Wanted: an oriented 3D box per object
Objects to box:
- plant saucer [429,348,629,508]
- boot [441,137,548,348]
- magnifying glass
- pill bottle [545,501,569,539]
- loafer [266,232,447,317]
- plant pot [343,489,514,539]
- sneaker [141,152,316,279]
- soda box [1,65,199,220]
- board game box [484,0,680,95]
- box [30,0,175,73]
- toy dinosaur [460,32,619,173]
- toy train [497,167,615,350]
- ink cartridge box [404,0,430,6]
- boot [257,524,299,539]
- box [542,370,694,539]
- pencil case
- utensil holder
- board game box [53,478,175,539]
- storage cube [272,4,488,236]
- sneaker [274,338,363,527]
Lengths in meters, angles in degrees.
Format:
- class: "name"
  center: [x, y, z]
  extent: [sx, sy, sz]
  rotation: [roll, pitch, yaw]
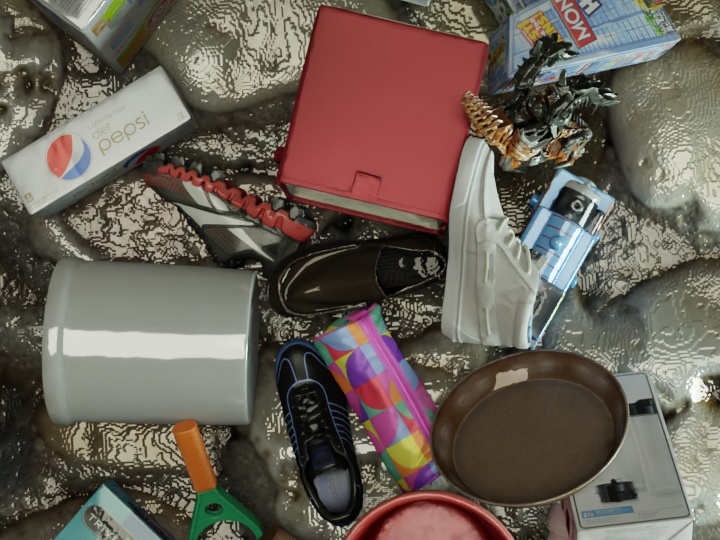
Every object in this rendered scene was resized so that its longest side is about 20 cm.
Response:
- class: "plant saucer"
  center: [0.168, 0.160, 1.314]
  extent: [0.199, 0.201, 0.035]
  rotation: [-22, 128, 1]
- class: "boot"
  center: [0.135, -0.024, 1.280]
  extent: [0.095, 0.074, 0.202]
  rotation: [8, 107, 16]
- class: "magnifying glass"
  center: [-0.152, 0.235, 1.365]
  extent: [0.079, 0.022, 0.201]
  rotation: [-14, 124, 2]
- class: "pill bottle"
  center: [0.209, 0.343, 1.356]
  extent: [0.111, 0.112, 0.202]
  rotation: [17, 88, 3]
- class: "loafer"
  center: [0.000, 0.000, 1.369]
  extent: [0.198, 0.071, 0.074]
  rotation: [-16, 97, -11]
- class: "plant pot"
  center: [0.070, 0.305, 1.326]
  extent: [0.198, 0.177, 0.202]
  rotation: [0, 90, 4]
- class: "sneaker"
  center: [-0.150, -0.054, 1.407]
  extent: [0.199, 0.071, 0.099]
  rotation: [25, 95, 7]
- class: "soda box"
  center: [-0.275, -0.134, 1.421]
  extent: [0.199, 0.064, 0.068]
  rotation: [-31, 86, -1]
- class: "board game box"
  center: [0.197, -0.276, 1.385]
  extent: [0.199, 0.062, 0.201]
  rotation: [-29, 87, -19]
- class: "box"
  center: [-0.269, -0.292, 1.360]
  extent: [0.101, 0.200, 0.113]
  rotation: [37, 87, 3]
- class: "toy dinosaur"
  center: [0.172, -0.146, 1.298]
  extent: [0.102, 0.200, 0.136]
  rotation: [44, 117, 13]
- class: "toy train"
  center: [0.189, -0.010, 1.373]
  extent: [0.086, 0.114, 0.201]
  rotation: [31, 89, 3]
- class: "ink cartridge box"
  center: [0.045, -0.398, 1.422]
  extent: [0.115, 0.067, 0.202]
  rotation: [15, 88, 3]
- class: "boot"
  center: [-0.092, 0.379, 1.387]
  extent: [0.155, 0.074, 0.200]
  rotation: [43, 105, -11]
- class: "box"
  center: [0.251, 0.194, 1.326]
  extent: [0.115, 0.201, 0.060]
  rotation: [-6, 130, 2]
- class: "pencil case"
  center: [0.033, 0.133, 1.387]
  extent: [0.088, 0.088, 0.201]
  rotation: [-33, 87, 0]
- class: "utensil holder"
  center: [-0.207, 0.075, 1.359]
  extent: [0.198, 0.170, 0.172]
  rotation: [2, 87, -1]
- class: "board game box"
  center: [-0.278, 0.347, 1.404]
  extent: [0.151, 0.047, 0.200]
  rotation: [41, 89, 3]
- class: "storage cube"
  center: [0.022, -0.148, 1.358]
  extent: [0.198, 0.171, 0.181]
  rotation: [14, 87, 2]
- class: "sneaker"
  center: [-0.041, 0.168, 1.390]
  extent: [0.070, 0.078, 0.202]
  rotation: [-19, 87, 1]
